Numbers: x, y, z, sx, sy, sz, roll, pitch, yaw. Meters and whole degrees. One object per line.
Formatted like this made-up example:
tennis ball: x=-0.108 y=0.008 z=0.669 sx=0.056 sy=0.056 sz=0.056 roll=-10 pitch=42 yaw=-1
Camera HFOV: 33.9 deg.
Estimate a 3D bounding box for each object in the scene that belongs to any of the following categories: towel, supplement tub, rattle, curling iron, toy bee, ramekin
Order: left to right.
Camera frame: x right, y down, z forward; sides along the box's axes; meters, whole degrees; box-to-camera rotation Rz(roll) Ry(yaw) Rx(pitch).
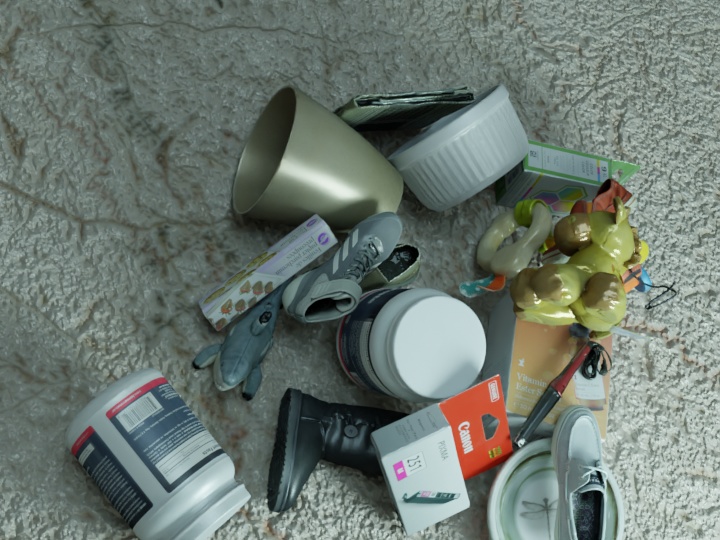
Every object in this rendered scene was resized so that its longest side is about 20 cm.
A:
supplement tub: x=-0.239 y=0.229 z=1.395 sx=0.140 sy=0.140 sz=0.200 roll=-36 pitch=81 yaw=-30
towel: x=0.045 y=-0.232 z=1.691 sx=0.191 sy=0.200 sz=0.035 roll=-5 pitch=88 yaw=-22
supplement tub: x=0.062 y=0.094 z=1.509 sx=0.139 sy=0.200 sz=0.141 roll=0 pitch=89 yaw=-20
ramekin: x=0.147 y=-0.171 z=1.699 sx=0.200 sy=0.200 sz=0.105 roll=-38 pitch=99 yaw=-30
rattle: x=0.232 y=0.005 z=1.701 sx=0.143 sy=0.129 sz=0.201 roll=61 pitch=33 yaw=-34
curling iron: x=0.265 y=0.162 z=1.549 sx=0.050 sy=0.026 sz=0.200 roll=45 pitch=60 yaw=8
toy bee: x=0.370 y=-0.006 z=1.682 sx=0.131 sy=0.200 sz=0.109 roll=-35 pitch=96 yaw=-34

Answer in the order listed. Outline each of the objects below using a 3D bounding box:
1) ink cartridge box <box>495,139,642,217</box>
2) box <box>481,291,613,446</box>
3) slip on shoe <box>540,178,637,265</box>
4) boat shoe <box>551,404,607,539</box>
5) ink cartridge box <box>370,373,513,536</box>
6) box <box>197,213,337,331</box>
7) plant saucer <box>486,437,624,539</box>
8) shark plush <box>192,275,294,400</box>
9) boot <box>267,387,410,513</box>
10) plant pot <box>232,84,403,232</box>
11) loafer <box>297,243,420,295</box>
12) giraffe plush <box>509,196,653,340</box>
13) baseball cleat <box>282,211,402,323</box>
ink cartridge box: x=0.316 y=-0.131 z=1.789 sx=0.199 sy=0.104 sz=0.060 roll=10 pitch=62 yaw=-15
box: x=0.256 y=0.140 z=1.634 sx=0.151 sy=0.106 sz=0.201 roll=16 pitch=61 yaw=-11
slip on shoe: x=0.318 y=-0.066 z=1.684 sx=0.200 sy=0.074 sz=0.061 roll=-38 pitch=87 yaw=-31
boat shoe: x=0.289 y=0.274 z=1.510 sx=0.070 sy=0.071 sz=0.202 roll=3 pitch=86 yaw=-19
ink cartridge box: x=0.112 y=0.232 z=1.460 sx=0.173 sy=0.201 sz=0.044 roll=-23 pitch=49 yaw=-6
box: x=-0.123 y=0.002 z=1.554 sx=0.200 sy=0.041 sz=0.039 roll=-36 pitch=115 yaw=-3
plant saucer: x=0.251 y=0.324 z=1.561 sx=0.199 sy=0.050 sz=0.202 roll=4 pitch=78 yaw=-18
shark plush: x=-0.128 y=0.083 z=1.539 sx=0.091 sy=0.083 sz=0.200 roll=41 pitch=59 yaw=4
boot: x=-0.011 y=0.248 z=1.517 sx=0.199 sy=0.066 sz=0.166 roll=17 pitch=62 yaw=-16
plant pot: x=-0.048 y=-0.129 z=1.633 sx=0.199 sy=0.187 sz=0.188 roll=23 pitch=59 yaw=-23
loafer: x=0.000 y=0.000 z=1.633 sx=0.199 sy=0.070 sz=0.076 roll=-20 pitch=73 yaw=-27
giraffe plush: x=0.304 y=-0.011 z=1.551 sx=0.199 sy=0.172 sz=0.163 roll=18 pitch=74 yaw=-18
baseball cleat: x=-0.007 y=0.004 z=1.545 sx=0.200 sy=0.106 sz=0.070 roll=-41 pitch=124 yaw=-11
